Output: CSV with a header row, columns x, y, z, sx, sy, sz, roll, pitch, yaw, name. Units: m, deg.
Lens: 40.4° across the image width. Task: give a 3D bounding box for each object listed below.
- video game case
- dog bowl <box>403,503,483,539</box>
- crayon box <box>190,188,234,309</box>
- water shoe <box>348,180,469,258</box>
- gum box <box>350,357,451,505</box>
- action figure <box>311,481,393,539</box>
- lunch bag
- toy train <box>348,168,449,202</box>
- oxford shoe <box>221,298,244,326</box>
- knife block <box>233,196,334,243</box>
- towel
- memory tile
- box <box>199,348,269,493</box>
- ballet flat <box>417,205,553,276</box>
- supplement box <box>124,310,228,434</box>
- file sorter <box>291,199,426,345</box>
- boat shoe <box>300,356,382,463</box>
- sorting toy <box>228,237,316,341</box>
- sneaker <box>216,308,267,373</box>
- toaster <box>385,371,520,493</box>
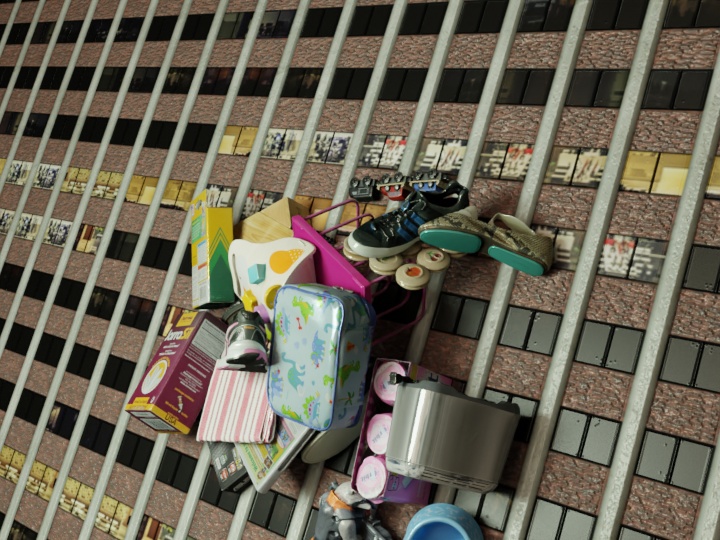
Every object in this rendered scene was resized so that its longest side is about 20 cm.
x,y,z,sx,sy,sz,roll,pitch,yaw,name
-0.136,0.222,1.561,0.182,0.022,0.200,-52,39,10,video game case
0.088,0.416,1.337,0.111,0.050,0.201,31,93,13,dog bowl
-0.267,-0.036,1.766,0.126,0.051,0.202,161,107,-66,crayon box
0.069,-0.082,1.436,0.072,0.199,0.079,47,146,42,water shoe
0.059,0.240,1.418,0.066,0.113,0.202,2,74,39,gum box
-0.023,0.402,1.427,0.199,0.104,0.195,24,102,48,action figure
-0.063,0.121,1.422,0.160,0.082,0.202,11,98,42,lunch bag
0.060,-0.137,1.618,0.199,0.034,0.046,-2,75,38,toy train
-0.176,0.075,1.697,0.200,0.073,0.085,-29,98,48,oxford shoe
-0.135,-0.028,1.711,0.199,0.064,0.177,-25,58,29,knife block
-0.191,0.210,1.592,0.199,0.030,0.147,-10,59,48,towel
0.084,-0.049,1.472,0.153,0.200,0.017,29,136,29,memory tile
-0.194,0.250,1.662,0.160,0.044,0.201,-39,53,21,box
0.184,-0.052,1.419,0.198,0.068,0.076,16,65,1,ballet flat
-0.309,0.177,1.703,0.110,0.086,0.201,-10,47,52,supplement box
0.000,0.000,1.527,0.125,0.140,0.200,-24,46,-25,file sorter
-0.025,0.216,1.521,0.200,0.075,0.062,-48,52,12,boat shoe
-0.148,0.035,1.560,0.106,0.201,0.180,-28,39,-29,sorting toy
-0.172,0.107,1.496,0.200,0.080,0.087,144,131,-70,sneaker
0.116,0.223,1.329,0.113,0.199,0.130,-6,68,63,toaster
